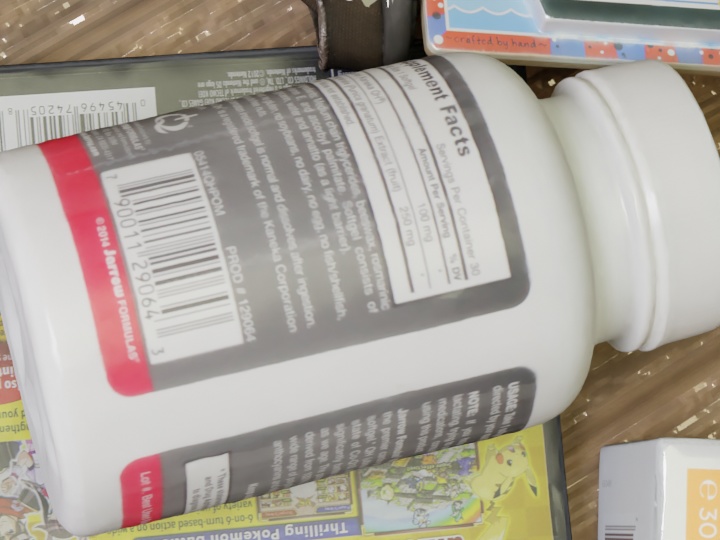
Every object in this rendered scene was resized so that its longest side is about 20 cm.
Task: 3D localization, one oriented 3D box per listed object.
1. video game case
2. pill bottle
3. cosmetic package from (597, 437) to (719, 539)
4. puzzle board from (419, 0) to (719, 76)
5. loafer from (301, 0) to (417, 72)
[{"bbox_3d":[-0.040,0.024,0.824,0.199,0.025,0.182,-4,85,-11],"label":"video game case"},{"bbox_3d":[0.000,0.000,0.764,0.199,0.111,0.111,-13,87,-12],"label":"pill bottle"},{"bbox_3d":[0.176,0.106,0.829,0.199,0.071,0.102,2,84,-10],"label":"cosmetic package"},{"bbox_3d":[0.111,-0.128,0.834,0.199,0.017,0.151,2,63,-13],"label":"puzzle board"},{"bbox_3d":[-0.042,-0.142,0.818,0.071,0.073,0.201,-23,78,-7],"label":"loafer"}]
